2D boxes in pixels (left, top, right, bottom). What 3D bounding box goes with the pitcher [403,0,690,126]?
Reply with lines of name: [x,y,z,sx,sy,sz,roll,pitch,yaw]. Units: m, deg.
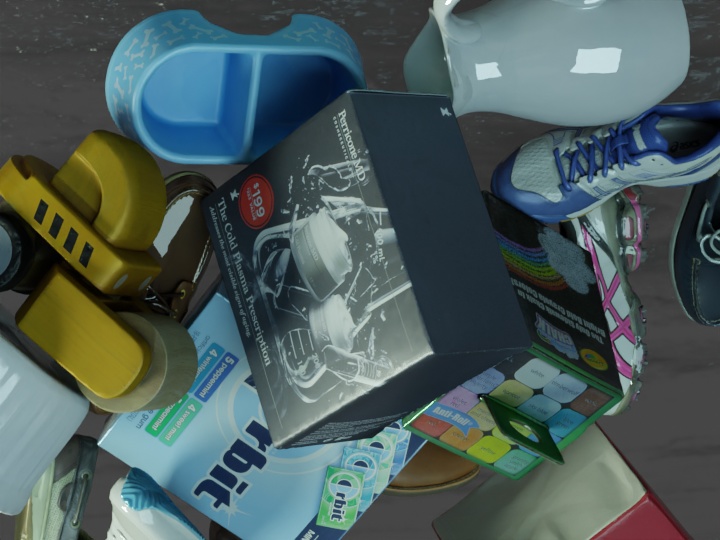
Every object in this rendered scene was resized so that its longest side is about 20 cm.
pitcher: [0.141,-0.175,1.572,0.199,0.122,0.172,-9,155,-10]

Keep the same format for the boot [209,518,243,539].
boot: [-0.076,0.311,1.705,0.064,0.200,0.187,-16,119,-11]

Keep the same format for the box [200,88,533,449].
box: [0.000,0.000,1.525,0.104,0.201,0.182,-2,157,-45]

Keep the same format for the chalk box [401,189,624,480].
chalk box: [0.107,0.067,1.607,0.125,0.201,0.124,29,126,-30]

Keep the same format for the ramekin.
ramekin: [-0.287,0.071,1.521,0.098,0.200,0.200,-48,121,-1]

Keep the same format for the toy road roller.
toy road roller: [-0.180,-0.008,1.515,0.200,0.123,0.146,43,97,10]

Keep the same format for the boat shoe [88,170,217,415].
boat shoe: [-0.158,0.022,1.611,0.072,0.068,0.201,22,106,-27]

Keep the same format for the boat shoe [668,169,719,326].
boat shoe: [0.303,-0.039,1.746,0.074,0.062,0.201,-1,116,-21]

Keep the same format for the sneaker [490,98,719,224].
sneaker: [0.197,-0.095,1.650,0.199,0.088,0.076,-17,76,-11]

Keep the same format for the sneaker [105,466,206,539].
sneaker: [-0.165,0.218,1.651,0.081,0.077,0.200,-38,156,-14]

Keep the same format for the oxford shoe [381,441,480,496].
oxford shoe: [0.014,0.132,1.719,0.199,0.071,0.072,10,122,-23]

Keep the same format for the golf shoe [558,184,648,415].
golf shoe: [0.184,0.024,1.734,0.092,0.073,0.201,-7,107,-9]

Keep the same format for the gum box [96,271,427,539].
gum box: [-0.074,0.122,1.650,0.200,0.045,0.170,35,114,-12]

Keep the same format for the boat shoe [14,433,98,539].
boat shoe: [-0.238,0.220,1.680,0.066,0.072,0.202,1,110,-14]

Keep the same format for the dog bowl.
dog bowl: [-0.085,-0.129,1.573,0.199,0.050,0.112,0,115,-20]

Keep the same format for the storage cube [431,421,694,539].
storage cube: [0.194,0.254,1.778,0.171,0.200,0.180,-39,115,3]
